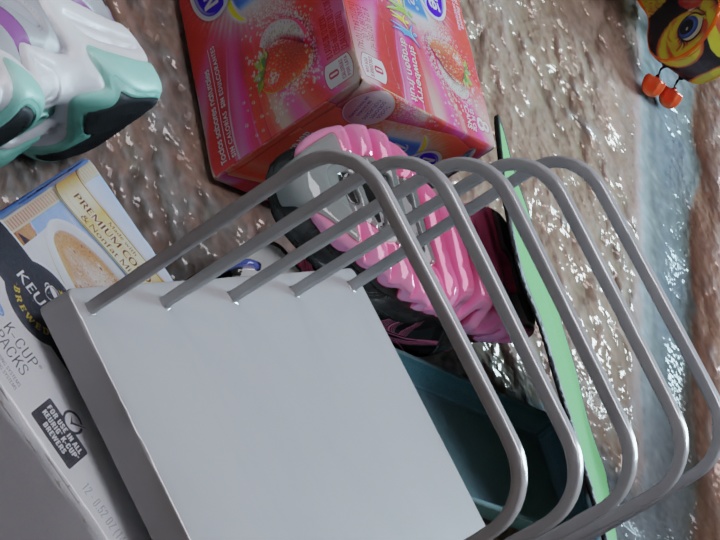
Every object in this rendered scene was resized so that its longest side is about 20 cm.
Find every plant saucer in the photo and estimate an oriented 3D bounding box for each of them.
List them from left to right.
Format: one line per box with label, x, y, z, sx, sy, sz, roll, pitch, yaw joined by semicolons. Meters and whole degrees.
plant saucer;0.050;0.082;1.284;0.200;0.019;0.070;26;42;-57

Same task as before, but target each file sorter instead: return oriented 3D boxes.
file sorter;0.020;0.040;0.937;0.139;0.124;0.200;63;24;11

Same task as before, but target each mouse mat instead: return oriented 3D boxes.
mouse mat;0.092;0.038;1.315;0.161;0.007;0.201;-86;159;-72

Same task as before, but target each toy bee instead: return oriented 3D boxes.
toy bee;0.193;-0.159;1.686;0.131;0.109;0.200;36;11;-19

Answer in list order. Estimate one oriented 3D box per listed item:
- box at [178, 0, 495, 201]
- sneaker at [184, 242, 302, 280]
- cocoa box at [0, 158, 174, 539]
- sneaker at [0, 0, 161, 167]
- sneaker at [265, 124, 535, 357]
box;-0.020;-0.131;1.327;0.102;0.094;0.201;22;45;-45
sneaker;-0.063;0.045;1.129;0.199;0.080;0.116;20;43;-57
cocoa box;-0.107;0.090;0.953;0.200;0.133;0.131;55;28;-4
sneaker;-0.169;-0.107;1.113;0.140;0.078;0.200;59;20;6
sneaker;0.000;0.000;1.229;0.200;0.095;0.079;33;44;-58
